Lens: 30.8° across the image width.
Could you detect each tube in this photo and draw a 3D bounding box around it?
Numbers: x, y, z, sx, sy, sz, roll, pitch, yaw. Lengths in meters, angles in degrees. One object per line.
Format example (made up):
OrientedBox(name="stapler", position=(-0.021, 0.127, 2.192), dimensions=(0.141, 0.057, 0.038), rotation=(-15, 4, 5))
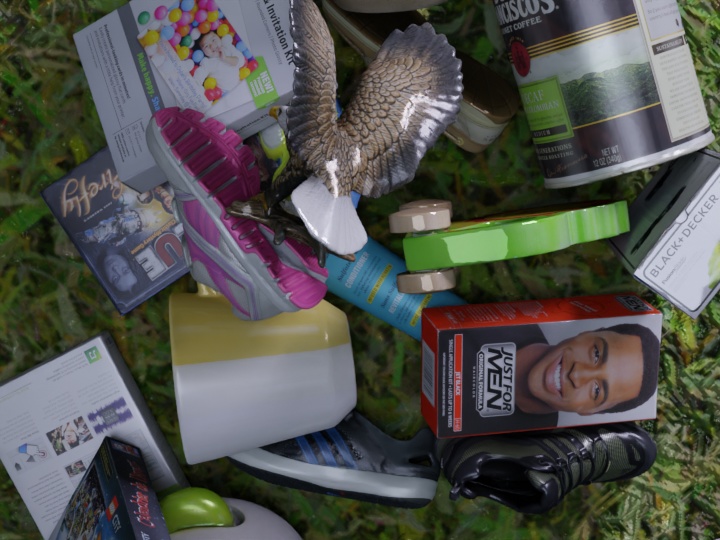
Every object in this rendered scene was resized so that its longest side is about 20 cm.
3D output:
OrientedBox(name="tube", position=(0.000, 0.000, 1.172), dimensions=(0.200, 0.050, 0.078), rotation=(31, 90, 6))

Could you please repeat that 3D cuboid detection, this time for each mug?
OrientedBox(name="mug", position=(-0.084, 0.072, 1.131), dimensions=(0.153, 0.150, 0.187), rotation=(-6, 128, -4))

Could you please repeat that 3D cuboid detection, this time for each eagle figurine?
OrientedBox(name="eagle figurine", position=(-0.021, -0.114, 0.996), dimensions=(0.151, 0.152, 0.200), rotation=(31, 100, 12))

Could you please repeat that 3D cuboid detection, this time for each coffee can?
OrientedBox(name="coffee can", position=(0.195, -0.183, 1.074), dimensions=(0.146, 0.146, 0.201), rotation=(-17, 97, 7))

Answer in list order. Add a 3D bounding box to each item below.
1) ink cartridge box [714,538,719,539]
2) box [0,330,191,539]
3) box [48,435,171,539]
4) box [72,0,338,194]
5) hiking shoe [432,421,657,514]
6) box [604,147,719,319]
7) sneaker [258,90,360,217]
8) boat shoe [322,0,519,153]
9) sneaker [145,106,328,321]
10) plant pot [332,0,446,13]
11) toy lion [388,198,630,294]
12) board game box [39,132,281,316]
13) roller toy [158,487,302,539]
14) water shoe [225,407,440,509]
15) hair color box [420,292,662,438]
OrientedBox(name="ink cartridge box", position=(0.347, 0.275, 1.152), dimensions=(0.199, 0.104, 0.059), rotation=(-16, 96, 7))
OrientedBox(name="box", position=(-0.255, 0.176, 1.221), dimensions=(0.144, 0.036, 0.200), rotation=(-26, 95, 8))
OrientedBox(name="box", position=(-0.219, 0.249, 1.113), dimensions=(0.038, 0.200, 0.137), rotation=(26, 101, -26))
OrientedBox(name="box", position=(-0.135, -0.179, 1.114), dimensions=(0.200, 0.041, 0.156), rotation=(-26, 70, 13))
OrientedBox(name="hiking shoe", position=(0.166, 0.178, 1.139), dimensions=(0.199, 0.101, 0.076), rotation=(-1, 123, -5))
OrientedBox(name="box", position=(0.266, -0.038, 1.063), dimensions=(0.060, 0.200, 0.117), rotation=(37, 99, -1))
OrientedBox(name="sneaker", position=(-0.043, -0.127, 1.146), dimensions=(0.076, 0.105, 0.201), rotation=(-13, 69, 23))
OrientedBox(name="boat shoe", position=(0.041, -0.173, 1.123), dimensions=(0.200, 0.074, 0.066), rotation=(41, 138, 13))
OrientedBox(name="sneaker", position=(-0.117, -0.038, 1.053), dimensions=(0.088, 0.081, 0.200), rotation=(-34, 87, 37))
OrientedBox(name="plant pot", position=(0.022, -0.284, 1.058), dimensions=(0.200, 0.200, 0.135), rotation=(-2, 111, 5))
OrientedBox(name="toy lion", position=(0.126, -0.032, 1.074), dimensions=(0.191, 0.200, 0.069), rotation=(-7, 95, 7))
OrientedBox(name="board game box", position=(-0.168, -0.069, 1.169), dimensions=(0.200, 0.035, 0.136), rotation=(-33, 92, 11))
OrientedBox(name="roller toy", position=(-0.128, 0.311, 1.161), dimensions=(0.200, 0.140, 0.183), rotation=(32, 107, -15))
OrientedBox(name="water shoe", position=(-0.025, 0.163, 1.195), dimensions=(0.199, 0.072, 0.079), rotation=(11, 72, 4))
OrientedBox(name="hair color box", position=(0.155, 0.081, 1.129), dimensions=(0.199, 0.061, 0.102), rotation=(-5, 107, -11))
